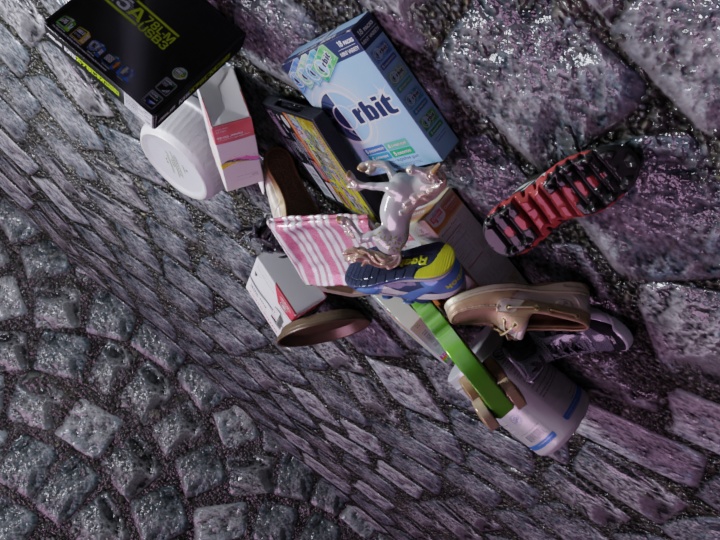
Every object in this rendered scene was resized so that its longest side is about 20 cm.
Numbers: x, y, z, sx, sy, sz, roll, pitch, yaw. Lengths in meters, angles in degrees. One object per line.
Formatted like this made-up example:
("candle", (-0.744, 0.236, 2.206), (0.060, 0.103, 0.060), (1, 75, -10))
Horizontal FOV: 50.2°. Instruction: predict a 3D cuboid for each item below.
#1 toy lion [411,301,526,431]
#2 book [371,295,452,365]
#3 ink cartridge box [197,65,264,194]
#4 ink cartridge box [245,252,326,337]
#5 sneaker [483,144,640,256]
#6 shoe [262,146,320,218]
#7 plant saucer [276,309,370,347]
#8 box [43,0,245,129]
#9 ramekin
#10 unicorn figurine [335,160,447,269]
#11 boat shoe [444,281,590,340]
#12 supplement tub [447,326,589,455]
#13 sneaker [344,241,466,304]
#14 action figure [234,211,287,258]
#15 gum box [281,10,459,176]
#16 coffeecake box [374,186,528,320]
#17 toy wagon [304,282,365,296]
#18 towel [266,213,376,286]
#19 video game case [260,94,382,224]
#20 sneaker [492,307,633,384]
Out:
("toy lion", (0.143, 0.116, 1.112), (0.192, 0.069, 0.200), (51, -176, -7))
("book", (0.086, 0.081, 1.296), (0.134, 0.048, 0.200), (44, 180, 34))
("ink cartridge box", (-0.209, -0.213, 1.240), (0.200, 0.067, 0.117), (89, 161, -59))
("ink cartridge box", (-0.160, 0.044, 1.608), (0.147, 0.083, 0.200), (56, 157, 8))
("sneaker", (0.234, -0.090, 0.884), (0.200, 0.098, 0.071), (-34, 94, 41))
("shoe", (-0.115, -0.109, 1.296), (0.053, 0.070, 0.201), (-18, 91, 64))
("plant saucer", (-0.078, 0.118, 1.587), (0.200, 0.199, 0.030), (132, 127, -66))
("box", (-0.299, -0.329, 1.076), (0.200, 0.193, 0.048), (41, 158, -1))
("ramekin", (-0.310, -0.218, 1.401), (0.202, 0.094, 0.203), (31, 155, 16))
("unicorn figurine", (0.042, -0.090, 1.024), (0.137, 0.074, 0.201), (21, 129, 18))
("boat shoe", (0.215, 0.060, 1.042), (0.198, 0.070, 0.074), (-6, 153, 5))
("supplement tub", (0.258, 0.193, 1.257), (0.200, 0.132, 0.132), (39, 156, 2))
("sneaker", (0.062, 0.012, 1.095), (0.199, 0.074, 0.082), (0, 148, 41))
("action figure", (-0.118, -0.071, 1.371), (0.198, 0.103, 0.119), (11, 159, 10))
("gum box", (0.010, -0.220, 1.003), (0.200, 0.045, 0.169), (49, 154, -23))
("coffeecake box", (0.131, -0.017, 1.148), (0.200, 0.073, 0.153), (48, 155, -17))
("toy wagon", (0.000, 0.000, 1.321), (0.154, 0.040, 0.200), (11, 155, -22))
("towel", (-0.042, -0.027, 1.201), (0.199, 0.030, 0.147), (1, 136, 33))
("video game case", (-0.052, -0.167, 1.147), (0.180, 0.025, 0.200), (32, 161, 54))
("sneaker", (0.283, 0.112, 1.101), (0.199, 0.114, 0.076), (8, 142, 49))
